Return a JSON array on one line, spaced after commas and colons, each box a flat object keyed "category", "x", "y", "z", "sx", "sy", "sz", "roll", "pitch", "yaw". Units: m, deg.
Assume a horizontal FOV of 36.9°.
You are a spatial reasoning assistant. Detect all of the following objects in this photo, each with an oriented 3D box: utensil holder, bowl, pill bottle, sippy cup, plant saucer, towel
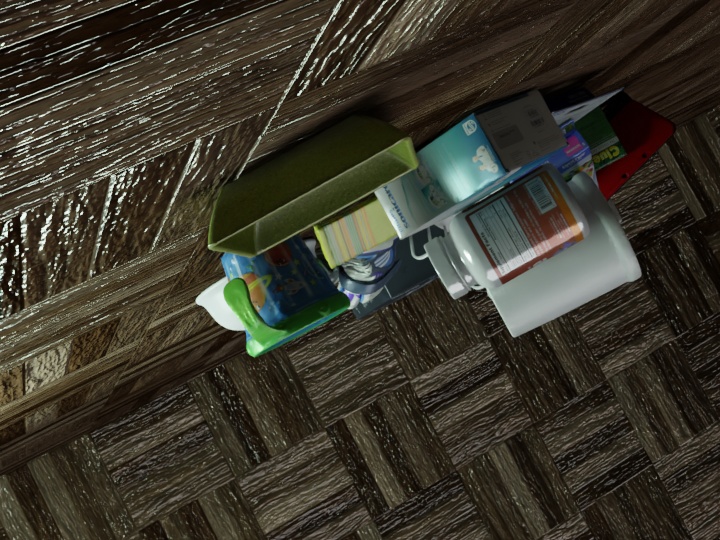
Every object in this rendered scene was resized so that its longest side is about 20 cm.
[{"category": "utensil holder", "x": 0.268, "y": -0.019, "z": 1.535, "sx": 0.200, "sy": 0.170, "sz": 0.170, "roll": -29, "pitch": 176, "yaw": 7}, {"category": "bowl", "x": -0.136, "y": 0.037, "z": 1.608, "sx": 0.201, "sy": 0.091, "sz": 0.201, "roll": -28, "pitch": 177, "yaw": -2}, {"category": "pill bottle", "x": 0.190, "y": -0.047, "z": 1.417, "sx": 0.200, "sy": 0.112, "sz": 0.112, "roll": -30, "pitch": 176, "yaw": 8}, {"category": "sippy cup", "x": -0.100, "y": 0.017, "z": 1.314, "sx": 0.139, "sy": 0.131, "sz": 0.178, "roll": -26, "pitch": 175, "yaw": -10}, {"category": "plant saucer", "x": -0.046, "y": -0.083, "z": 1.015, "sx": 0.200, "sy": 0.048, "sz": 0.200, "roll": -29, "pitch": 176, "yaw": 4}, {"category": "towel", "x": 0.033, "y": -0.077, "z": 1.519, "sx": 0.200, "sy": 0.018, "sz": 0.086, "roll": -28, "pitch": 139, "yaw": -8}]

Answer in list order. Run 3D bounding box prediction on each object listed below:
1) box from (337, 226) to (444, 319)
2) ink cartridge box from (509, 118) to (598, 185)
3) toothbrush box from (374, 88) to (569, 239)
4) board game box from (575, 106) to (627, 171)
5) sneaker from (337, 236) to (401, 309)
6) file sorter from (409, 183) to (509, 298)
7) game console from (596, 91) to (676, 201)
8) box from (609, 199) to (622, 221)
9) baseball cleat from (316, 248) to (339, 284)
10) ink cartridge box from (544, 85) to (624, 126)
[{"category": "box", "x": 0.078, "y": -0.001, "z": 2.369, "sx": 0.196, "sy": 0.118, "sz": 0.200, "roll": -26, "pitch": 174, "yaw": -27}, {"category": "ink cartridge box", "x": 0.281, "y": -0.134, "z": 1.570, "sx": 0.119, "sy": 0.042, "sz": 0.200, "roll": -32, "pitch": 153, "yaw": 5}, {"category": "toothbrush box", "x": 0.135, "y": -0.131, "z": 1.349, "sx": 0.146, "sy": 0.085, "sz": 0.200, "roll": -26, "pitch": 175, "yaw": -44}, {"category": "board game box", "x": 0.324, "y": -0.187, "z": 1.775, "sx": 0.200, "sy": 0.105, "sz": 0.023, "roll": -28, "pitch": 170, "yaw": 1}, {"category": "sneaker", "x": 0.000, "y": 0.000, "z": 1.649, "sx": 0.200, "sy": 0.080, "sz": 0.147, "roll": -30, "pitch": 138, "yaw": -69}, {"category": "file sorter", "x": 0.183, "y": -0.057, "z": 1.683, "sx": 0.139, "sy": 0.125, "sz": 0.200, "roll": -31, "pitch": 139, "yaw": 34}, {"category": "game console", "x": 0.417, "y": -0.194, "z": 1.853, "sx": 0.200, "sy": 0.119, "sz": 0.172, "roll": -44, "pitch": 172, "yaw": -5}, {"category": "box", "x": 0.389, "y": -0.133, "z": 2.192, "sx": 0.200, "sy": 0.199, "sz": 0.131, "roll": -30, "pitch": 175, "yaw": 28}, {"category": "baseball cleat", "x": -0.027, "y": -0.032, "z": 1.763, "sx": 0.200, "sy": 0.070, "sz": 0.107, "roll": -31, "pitch": 164, "yaw": -30}, {"category": "ink cartridge box", "x": 0.236, "y": -0.200, "z": 1.489, "sx": 0.196, "sy": 0.043, "sz": 0.200, "roll": -24, "pitch": 171, "yaw": -46}]
